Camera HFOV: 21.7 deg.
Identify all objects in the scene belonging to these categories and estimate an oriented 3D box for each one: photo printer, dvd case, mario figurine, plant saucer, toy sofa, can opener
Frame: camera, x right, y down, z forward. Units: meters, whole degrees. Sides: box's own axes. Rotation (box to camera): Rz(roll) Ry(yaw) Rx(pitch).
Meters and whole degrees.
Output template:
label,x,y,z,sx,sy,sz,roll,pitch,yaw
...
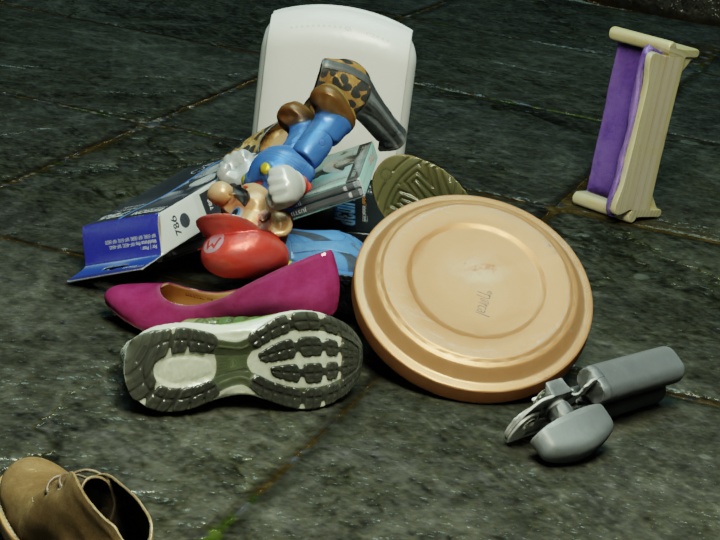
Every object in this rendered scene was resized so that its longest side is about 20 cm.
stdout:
label,x,y,z,sx,sy,sz,roll,pitch,yaw
photo printer,-0.029,-0.176,1.974,0.165,0.202,0.070,9,17,2
dvd case,-0.084,-0.064,1.718,0.198,0.022,0.146,-16,15,11
mario figurine,-0.084,-0.081,1.586,0.105,0.124,0.201,22,55,10
plant saucer,0.092,0.016,1.523,0.198,0.032,0.202,4,53,-6
toy sofa,0.292,-0.160,2.055,0.082,0.202,0.097,22,18,39
can opener,0.188,0.109,1.444,0.199,0.053,0.067,-10,57,-45

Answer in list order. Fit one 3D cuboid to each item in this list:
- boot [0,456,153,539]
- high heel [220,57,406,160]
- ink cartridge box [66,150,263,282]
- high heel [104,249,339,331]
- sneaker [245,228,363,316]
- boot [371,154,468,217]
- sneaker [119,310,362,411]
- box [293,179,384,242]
label,x,y,z,sx,sy,sz,roll,pitch,yaw
boot,-0.165,0.144,1.120,0.073,0.076,0.200,-5,20,-29
high heel,-0.070,-0.145,1.773,0.198,0.072,0.143,-12,-32,21
ink cartridge box,-0.171,-0.050,1.664,0.099,0.040,0.200,-8,19,37
high heel,-0.112,0.010,1.523,0.198,0.097,0.067,11,18,10
sneaker,0.000,0.000,1.615,0.198,0.066,0.079,14,49,23
boot,0.077,-0.045,1.698,0.175,0.066,0.200,37,3,-7
sneaker,-0.094,0.060,1.427,0.198,0.078,0.088,2,10,-25
box,-0.022,-0.046,1.819,0.157,0.046,0.200,6,18,-2
